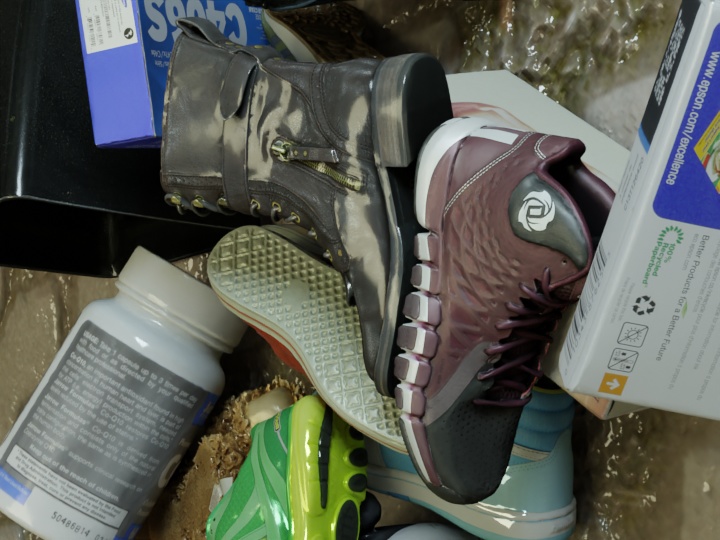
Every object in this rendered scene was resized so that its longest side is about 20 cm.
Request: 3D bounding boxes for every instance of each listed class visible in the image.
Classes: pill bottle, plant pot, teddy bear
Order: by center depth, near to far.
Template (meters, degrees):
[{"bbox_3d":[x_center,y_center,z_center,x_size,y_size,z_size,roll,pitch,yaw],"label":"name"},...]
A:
[{"bbox_3d":[-0.079,0.152,1.142,0.200,0.067,0.145,-60,39,37],"label":"teddy bear"},{"bbox_3d":[-0.164,0.091,1.149,0.114,0.114,0.200,29,87,41],"label":"pill bottle"},{"bbox_3d":[-0.206,-0.105,1.166,0.199,0.200,0.178,-14,74,48],"label":"plant pot"}]

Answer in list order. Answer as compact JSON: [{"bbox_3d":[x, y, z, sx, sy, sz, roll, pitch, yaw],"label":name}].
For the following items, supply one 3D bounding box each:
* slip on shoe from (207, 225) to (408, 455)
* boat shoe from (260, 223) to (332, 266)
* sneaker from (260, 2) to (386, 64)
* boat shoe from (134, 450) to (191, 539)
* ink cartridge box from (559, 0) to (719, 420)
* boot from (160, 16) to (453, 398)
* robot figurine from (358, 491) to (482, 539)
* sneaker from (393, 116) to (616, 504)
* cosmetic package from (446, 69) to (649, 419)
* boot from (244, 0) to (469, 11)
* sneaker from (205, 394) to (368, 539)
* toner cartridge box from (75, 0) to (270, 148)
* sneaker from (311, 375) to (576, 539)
[{"bbox_3d":[-0.010,0.043,0.972,0.200,0.061,0.074,35,78,34],"label":"slip on shoe"},{"bbox_3d":[0.000,0.000,1.044,0.200,0.065,0.072,11,125,54],"label":"boat shoe"},{"bbox_3d":[-0.028,-0.104,1.008,0.200,0.067,0.090,-120,39,-62],"label":"sneaker"},{"bbox_3d":[-0.170,0.140,1.253,0.072,0.072,0.201,11,105,60],"label":"boat shoe"},{"bbox_3d":[0.213,-0.016,0.750,0.047,0.199,0.198,-99,22,-62],"label":"ink cartridge box"},{"bbox_3d":[-0.034,-0.037,0.910,0.174,0.069,0.201,6,100,32],"label":"boot"},{"bbox_3d":[0.007,0.221,1.023,0.200,0.150,0.125,-17,46,48],"label":"robot figurine"},{"bbox_3d":[0.081,0.025,0.824,0.115,0.076,0.201,6,100,43],"label":"sneaker"},{"bbox_3d":[0.104,-0.020,0.908,0.200,0.087,0.104,39,124,37],"label":"cosmetic package"},{"bbox_3d":[-0.030,-0.201,0.966,0.200,0.168,0.077,29,117,42],"label":"boot"},{"bbox_3d":[-0.047,0.172,0.957,0.083,0.074,0.201,-16,52,43],"label":"sneaker"},{"bbox_3d":[-0.099,-0.125,1.029,0.043,0.200,0.095,-6,92,24],"label":"toner cartridge box"},{"bbox_3d":[0.049,0.073,0.992,0.200,0.079,0.131,18,111,34],"label":"sneaker"}]
